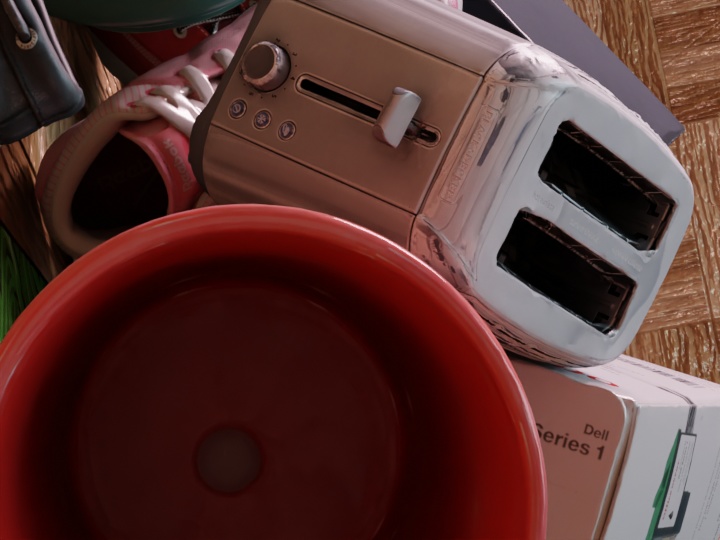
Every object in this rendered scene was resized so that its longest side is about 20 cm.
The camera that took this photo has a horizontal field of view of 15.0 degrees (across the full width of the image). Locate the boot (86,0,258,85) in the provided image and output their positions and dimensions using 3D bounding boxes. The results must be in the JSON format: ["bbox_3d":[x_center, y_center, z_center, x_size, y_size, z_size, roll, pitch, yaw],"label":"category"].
[{"bbox_3d":[-0.076,-0.125,1.247,0.200,0.072,0.145,36,-24,38],"label":"boot"}]

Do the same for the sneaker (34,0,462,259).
[{"bbox_3d":[-0.044,-0.063,1.105,0.075,0.200,0.105,59,5,-11],"label":"sneaker"}]

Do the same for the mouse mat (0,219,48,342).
[{"bbox_3d":[-0.123,0.080,1.049,0.161,0.008,0.201,66,14,-68],"label":"mouse mat"}]

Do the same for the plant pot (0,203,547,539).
[{"bbox_3d":[-0.042,0.074,0.982,0.177,0.200,0.201,-150,-131,-84],"label":"plant pot"}]

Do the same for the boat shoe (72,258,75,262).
[{"bbox_3d":[-0.084,-0.010,1.262,0.201,0.071,0.070,56,24,-78],"label":"boat shoe"}]

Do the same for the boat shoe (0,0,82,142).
[{"bbox_3d":[-0.134,-0.139,0.952,0.075,0.066,0.200,60,20,-74],"label":"boat shoe"}]

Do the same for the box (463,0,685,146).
[{"bbox_3d":[0.037,-0.088,1.348,0.200,0.141,0.079,47,29,2],"label":"box"}]

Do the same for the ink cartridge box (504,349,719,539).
[{"bbox_3d":[0.068,0.071,1.161,0.200,0.146,0.085,5,102,-68],"label":"ink cartridge box"}]

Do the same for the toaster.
[{"bbox_3d":[0.039,-0.034,1.057,0.200,0.129,0.114,33,84,-53],"label":"toaster"}]

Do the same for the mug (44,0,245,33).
[{"bbox_3d":[-0.086,-0.158,1.097,0.185,0.151,0.115,-98,177,-58],"label":"mug"}]
